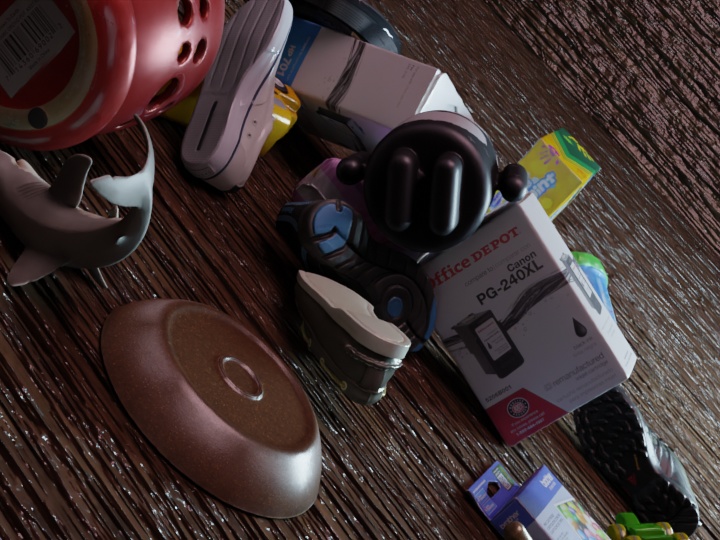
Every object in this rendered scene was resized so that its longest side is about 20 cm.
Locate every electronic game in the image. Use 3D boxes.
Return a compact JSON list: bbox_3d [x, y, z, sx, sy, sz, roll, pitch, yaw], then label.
[{"bbox_3d":[-0.045,-0.283,1.547,0.198,0.042,0.200,26,-10,5],"label":"electronic game"}]

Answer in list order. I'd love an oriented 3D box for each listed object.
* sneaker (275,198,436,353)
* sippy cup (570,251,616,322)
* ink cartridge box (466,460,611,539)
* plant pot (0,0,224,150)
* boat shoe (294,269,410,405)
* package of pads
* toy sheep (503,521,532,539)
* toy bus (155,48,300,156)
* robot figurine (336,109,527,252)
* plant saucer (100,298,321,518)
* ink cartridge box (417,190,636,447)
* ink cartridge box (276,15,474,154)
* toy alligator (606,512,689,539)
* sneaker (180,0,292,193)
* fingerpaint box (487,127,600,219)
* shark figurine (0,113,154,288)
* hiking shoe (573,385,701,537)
[{"bbox_3d":[0.000,0.000,1.307,0.082,0.073,0.200,13,-31,52],"label":"sneaker"},{"bbox_3d":[0.236,0.071,1.579,0.176,0.140,0.131,1,51,-27],"label":"sippy cup"},{"bbox_3d":[0.184,0.247,1.228,0.200,0.042,0.119,46,19,10],"label":"ink cartridge box"},{"bbox_3d":[-0.228,-0.200,1.078,0.200,0.201,0.182,44,24,1],"label":"plant pot"},{"bbox_3d":[-0.019,0.052,1.173,0.071,0.061,0.202,19,9,-23],"label":"boat shoe"},{"bbox_3d":[0.024,-0.047,1.453,0.121,0.076,0.199,55,22,21],"label":"package of pads"},{"bbox_3d":[0.107,0.249,0.925,0.137,0.138,0.201,37,36,-17],"label":"toy sheep"},{"bbox_3d":[-0.137,-0.174,1.403,0.199,0.065,0.079,20,31,-51],"label":"toy bus"},{"bbox_3d":[0.069,-0.090,1.323,0.150,0.125,0.200,43,16,-1],"label":"robot figurine"},{"bbox_3d":[-0.095,0.087,0.994,0.200,0.037,0.201,38,21,-17],"label":"plant saucer"},{"bbox_3d":[0.155,0.046,1.362,0.201,0.145,0.083,57,21,0],"label":"ink cartridge box"},{"bbox_3d":[0.009,-0.186,1.528,0.199,0.087,0.146,26,-9,27],"label":"ink cartridge box"},{"bbox_3d":[0.277,0.273,1.285,0.058,0.055,0.200,-1,5,-11],"label":"toy alligator"},{"bbox_3d":[-0.111,-0.168,1.320,0.072,0.202,0.071,12,-19,33],"label":"sneaker"},{"bbox_3d":[0.179,-0.065,1.617,0.073,0.200,0.167,46,18,5],"label":"fingerpaint box"},{"bbox_3d":[-0.195,-0.022,0.923,0.089,0.213,0.129,-38,115,-34],"label":"shark figurine"},{"bbox_3d":[0.302,0.206,1.522,0.201,0.075,0.101,60,14,16],"label":"hiking shoe"}]
